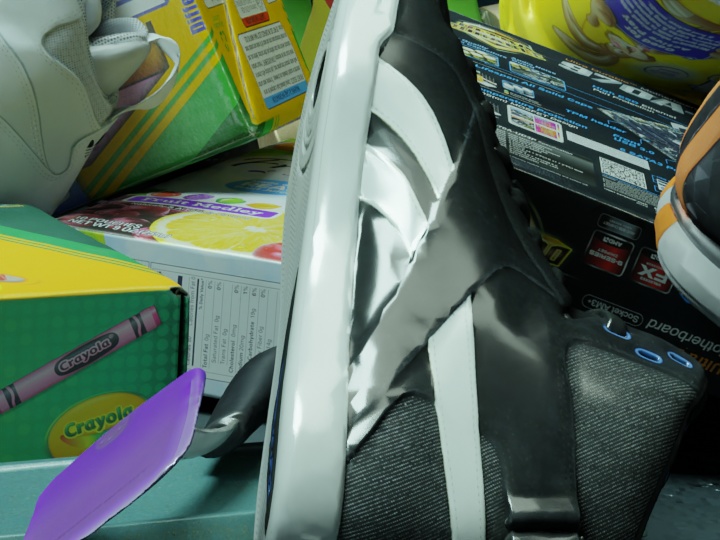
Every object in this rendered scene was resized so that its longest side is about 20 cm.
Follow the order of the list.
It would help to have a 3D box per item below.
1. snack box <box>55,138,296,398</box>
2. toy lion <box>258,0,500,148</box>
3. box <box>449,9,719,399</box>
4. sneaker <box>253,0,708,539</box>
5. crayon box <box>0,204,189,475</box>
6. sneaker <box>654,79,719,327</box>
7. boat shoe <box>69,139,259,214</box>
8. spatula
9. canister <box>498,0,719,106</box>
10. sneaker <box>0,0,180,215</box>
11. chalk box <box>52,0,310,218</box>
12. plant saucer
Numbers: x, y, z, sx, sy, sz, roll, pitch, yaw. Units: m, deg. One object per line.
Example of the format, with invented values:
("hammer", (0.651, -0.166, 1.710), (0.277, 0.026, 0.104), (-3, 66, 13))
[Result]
("snack box", (0.000, 0.000, 0.903), (0.141, 0.053, 0.200), (10, 14, 20))
("toy lion", (-0.002, -0.135, 1.061), (0.068, 0.193, 0.200), (-11, -7, -25))
("box", (0.099, -0.013, 0.839), (0.199, 0.046, 0.159), (21, 19, -6))
("sneaker", (0.036, 0.004, 0.702), (0.111, 0.073, 0.201), (11, 56, -7))
("crayon box", (-0.161, 0.024, 0.740), (0.199, 0.059, 0.119), (-3, 14, -29))
("sneaker", (0.177, 0.001, 0.702), (0.199, 0.112, 0.078), (30, 44, 6))
("boat shoe", (-0.115, -0.047, 1.068), (0.199, 0.057, 0.068), (13, 16, 34))
("spatula", (-0.043, 0.041, 0.688), (0.056, 0.021, 0.200), (-38, -3, 13))
("canister", (0.145, -0.105, 0.882), (0.147, 0.087, 0.200), (9, -8, -14))
("sneaker", (-0.150, -0.095, 0.845), (0.200, 0.115, 0.075), (47, 12, -4))
("chalk box", (-0.134, -0.072, 0.945), (0.199, 0.125, 0.124), (-22, 5, 14))
("plant saucer", (-0.025, 0.061, 0.711), (0.199, 0.019, 0.070), (-4, 14, -26))
